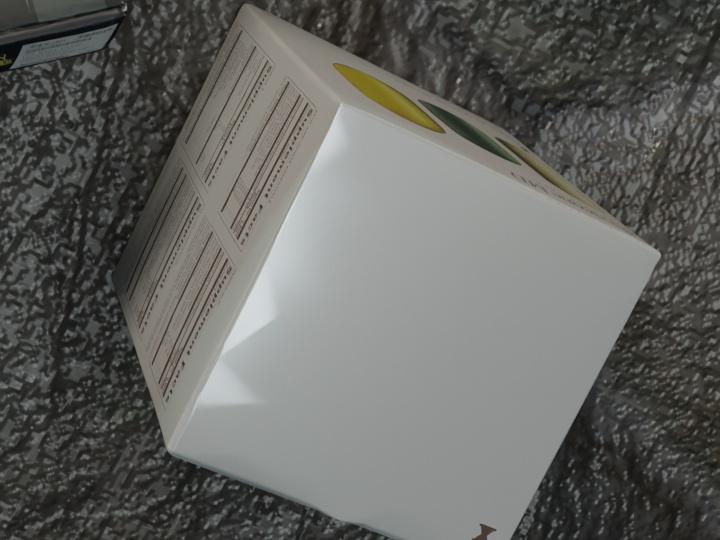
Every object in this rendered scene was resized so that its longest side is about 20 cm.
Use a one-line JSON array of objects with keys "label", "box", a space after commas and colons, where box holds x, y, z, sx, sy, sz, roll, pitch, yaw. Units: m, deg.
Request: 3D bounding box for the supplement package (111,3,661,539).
[{"label": "supplement package", "box": [0.000, 0.000, 0.779, 0.151, 0.200, 0.152, 23, 101, -20]}]

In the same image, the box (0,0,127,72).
[{"label": "box", "box": [-0.194, -0.167, 0.695, 0.158, 0.046, 0.202, -15, 82, -23]}]
